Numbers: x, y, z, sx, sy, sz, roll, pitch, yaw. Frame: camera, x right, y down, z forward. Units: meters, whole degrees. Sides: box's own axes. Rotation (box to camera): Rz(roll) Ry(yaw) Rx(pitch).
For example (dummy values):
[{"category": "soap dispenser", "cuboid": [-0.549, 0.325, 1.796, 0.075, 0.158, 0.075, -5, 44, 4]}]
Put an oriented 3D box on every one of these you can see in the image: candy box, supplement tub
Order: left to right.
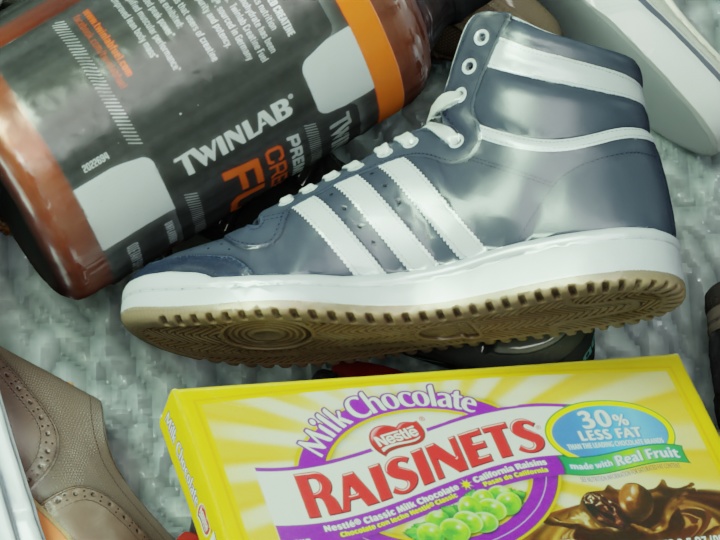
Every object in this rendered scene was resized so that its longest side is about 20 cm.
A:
[{"category": "supplement tub", "cuboid": [-0.049, -0.081, 1.046, 0.200, 0.107, 0.107, -32, 79, -9]}, {"category": "candy box", "cuboid": [0.038, 0.078, 0.996, 0.200, 0.026, 0.102, -4, 46, -23]}]

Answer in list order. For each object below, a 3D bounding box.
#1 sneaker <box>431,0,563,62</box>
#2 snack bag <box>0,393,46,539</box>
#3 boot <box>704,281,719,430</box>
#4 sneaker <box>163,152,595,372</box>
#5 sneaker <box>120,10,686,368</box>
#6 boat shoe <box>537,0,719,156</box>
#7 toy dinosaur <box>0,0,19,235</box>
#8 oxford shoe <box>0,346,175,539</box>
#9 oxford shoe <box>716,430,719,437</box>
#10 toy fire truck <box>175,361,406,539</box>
[{"category": "sneaker", "cuboid": [-0.020, -0.111, 1.141, 0.200, 0.070, 0.076, 26, 91, 8]}, {"category": "snack bag", "cuboid": [-0.194, 0.130, 1.035, 0.188, 0.021, 0.200, -21, 79, 16]}, {"category": "boot", "cuboid": [0.227, 0.080, 1.093, 0.200, 0.073, 0.151, 6, 73, 1]}, {"category": "sneaker", "cuboid": [0.000, 0.000, 1.102, 0.200, 0.079, 0.075, 24, 78, 22]}, {"category": "sneaker", "cuboid": [0.012, -0.029, 1.027, 0.200, 0.070, 0.109, -6, 73, 7]}, {"category": "boat shoe", "cuboid": [0.091, -0.134, 1.148, 0.070, 0.071, 0.200, -42, 75, -11]}, {"category": "toy dinosaur", "cuboid": [-0.137, -0.116, 1.087, 0.135, 0.102, 0.200, -7, 88, -22]}, {"category": "oxford shoe", "cuboid": [-0.144, 0.058, 1.085, 0.073, 0.071, 0.200, -28, 74, -39]}, {"category": "oxford shoe", "cuboid": [0.082, 0.136, 1.044, 0.071, 0.074, 0.200, 32, 82, 35]}, {"category": "toy fire truck", "cuboid": [-0.032, 0.136, 1.042, 0.049, 0.141, 0.200, 18, 33, 18]}]
